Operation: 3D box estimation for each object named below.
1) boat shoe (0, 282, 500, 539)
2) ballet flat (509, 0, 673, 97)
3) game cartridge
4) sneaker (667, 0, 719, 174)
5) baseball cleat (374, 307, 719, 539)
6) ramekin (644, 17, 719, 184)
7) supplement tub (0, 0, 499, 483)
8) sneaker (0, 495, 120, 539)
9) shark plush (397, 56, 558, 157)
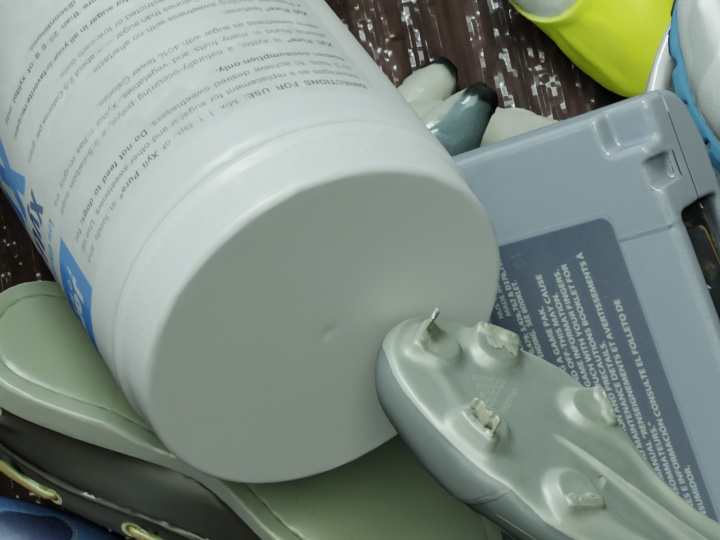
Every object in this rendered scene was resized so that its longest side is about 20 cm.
[{"bbox_3d":[-0.047,0.073,0.867,0.200,0.061,0.072,27,48,4],"label":"boat shoe"},{"bbox_3d":[0.057,-0.151,0.943,0.067,0.067,0.201,-5,63,-40],"label":"ballet flat"},{"bbox_3d":[0.087,0.048,0.842,0.041,0.133,0.201,-25,97,-41],"label":"game cartridge"},{"bbox_3d":[0.168,-0.031,0.789,0.075,0.087,0.201,-29,73,-5],"label":"sneaker"},{"bbox_3d":[0.074,0.100,0.775,0.199,0.107,0.070,36,39,3],"label":"baseball cleat"},{"bbox_3d":[0.197,-0.030,0.886,0.198,0.105,0.202,-1,73,3],"label":"ramekin"},{"bbox_3d":[-0.054,-0.040,0.826,0.131,0.132,0.200,-30,47,-7],"label":"supplement tub"},{"bbox_3d":[-0.081,0.142,0.857,0.199,0.082,0.074,34,79,14],"label":"sneaker"},{"bbox_3d":[0.000,0.000,0.908,0.199,0.091,0.084,-36,105,-13],"label":"shark plush"}]
